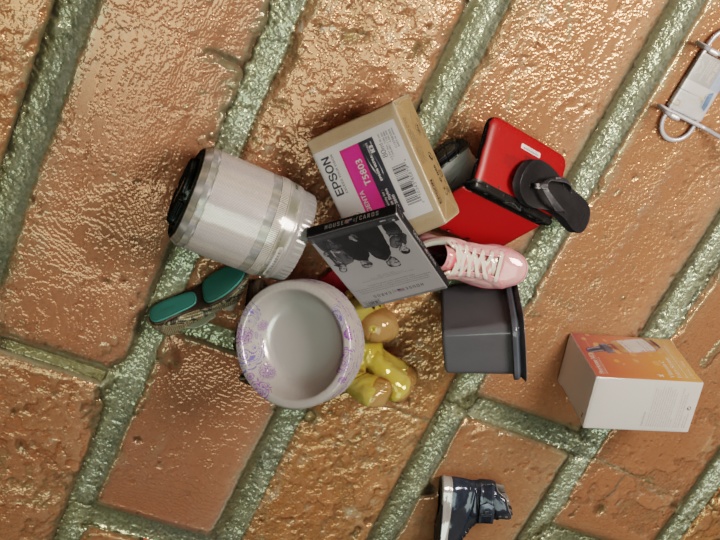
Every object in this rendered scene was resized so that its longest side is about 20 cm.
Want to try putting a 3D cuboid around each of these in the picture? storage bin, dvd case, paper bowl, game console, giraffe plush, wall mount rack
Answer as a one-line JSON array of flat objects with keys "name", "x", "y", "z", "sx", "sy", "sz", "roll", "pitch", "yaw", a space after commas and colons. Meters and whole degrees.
[{"name": "storage bin", "x": 0.204, "y": 0.102, "z": 1.644, "sx": 0.133, "sy": 0.200, "sz": 0.146, "roll": -4, "pitch": 117, "yaw": 7}, {"name": "dvd case", "x": 0.029, "y": -0.017, "z": 1.498, "sx": 0.150, "sy": 0.025, "sz": 0.200, "roll": -14, "pitch": 141, "yaw": 22}, {"name": "paper bowl", "x": -0.089, "y": 0.113, "z": 1.554, "sx": 0.200, "sy": 0.104, "sz": 0.202, "roll": 1, "pitch": 92, "yaw": 22}, {"name": "game console", "x": 0.215, "y": -0.136, "z": 1.581, "sx": 0.199, "sy": 0.118, "sz": 0.173, "roll": 20, "pitch": 82, "yaw": -41}, {"name": "giraffe plush", "x": 0.008, "y": 0.116, "z": 1.647, "sx": 0.199, "sy": 0.173, "sz": 0.163, "roll": 17, "pitch": 106, "yaw": 12}, {"name": "wall mount rack", "x": 0.579, "y": -0.275, "z": 1.564, "sx": 0.173, "sy": 0.075, "sz": 0.201, "roll": 20, "pitch": 112, "yaw": -17}]

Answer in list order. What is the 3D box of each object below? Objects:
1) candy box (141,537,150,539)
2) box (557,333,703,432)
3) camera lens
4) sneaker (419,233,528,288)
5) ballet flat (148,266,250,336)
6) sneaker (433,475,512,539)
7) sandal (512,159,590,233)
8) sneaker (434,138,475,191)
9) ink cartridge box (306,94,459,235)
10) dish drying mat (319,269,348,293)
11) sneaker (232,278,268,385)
[{"name": "candy box", "x": -0.392, "y": 0.632, "z": 1.881, "sx": 0.169, "sy": 0.077, "sz": 0.200, "roll": 28, "pitch": 110, "yaw": -18}, {"name": "box", "x": 0.476, "y": 0.198, "z": 1.740, "sx": 0.199, "sy": 0.152, "sz": 0.107, "roll": 4, "pitch": 116, "yaw": -10}, {"name": "camera lens", "x": -0.187, "y": -0.086, "z": 1.506, "sx": 0.199, "sy": 0.160, "sz": 0.160, "roll": 22, "pitch": 111, "yaw": -17}, {"name": "sneaker", "x": 0.174, "y": -0.011, "z": 1.582, "sx": 0.199, "sy": 0.105, "sz": 0.076, "roll": 13, "pitch": 98, "yaw": 4}, {"name": "ballet flat", "x": -0.256, "y": 0.053, "z": 1.628, "sx": 0.199, "sy": 0.068, "sz": 0.075, "roll": -27, "pitch": 139, "yaw": 12}, {"name": "sneaker", "x": 0.218, "y": 0.490, "z": 1.892, "sx": 0.145, "sy": 0.077, "sz": 0.203, "roll": 2, "pitch": 115, "yaw": -6}, {"name": "sandal", "x": 0.315, "y": -0.121, "z": 1.561, "sx": 0.200, "sy": 0.043, "sz": 0.076, "roll": 24, "pitch": 80, "yaw": -40}, {"name": "sneaker", "x": 0.111, "y": -0.122, "z": 1.581, "sx": 0.200, "sy": 0.075, "sz": 0.087, "roll": -36, "pitch": 121, "yaw": 11}, {"name": "ink cartridge box", "x": 0.035, "y": -0.143, "z": 1.494, "sx": 0.164, "sy": 0.075, "sz": 0.201, "roll": -21, "pitch": 99, "yaw": 28}, {"name": "dish drying mat", "x": 0.000, "y": 0.000, "z": 1.654, "sx": 0.200, "sy": 0.018, "sz": 0.077, "roll": -41, "pitch": 117, "yaw": 11}, {"name": "sneaker", "x": -0.185, "y": 0.111, "z": 1.656, "sx": 0.075, "sy": 0.070, "sz": 0.201, "roll": -2, "pitch": 110, "yaw": 11}]
